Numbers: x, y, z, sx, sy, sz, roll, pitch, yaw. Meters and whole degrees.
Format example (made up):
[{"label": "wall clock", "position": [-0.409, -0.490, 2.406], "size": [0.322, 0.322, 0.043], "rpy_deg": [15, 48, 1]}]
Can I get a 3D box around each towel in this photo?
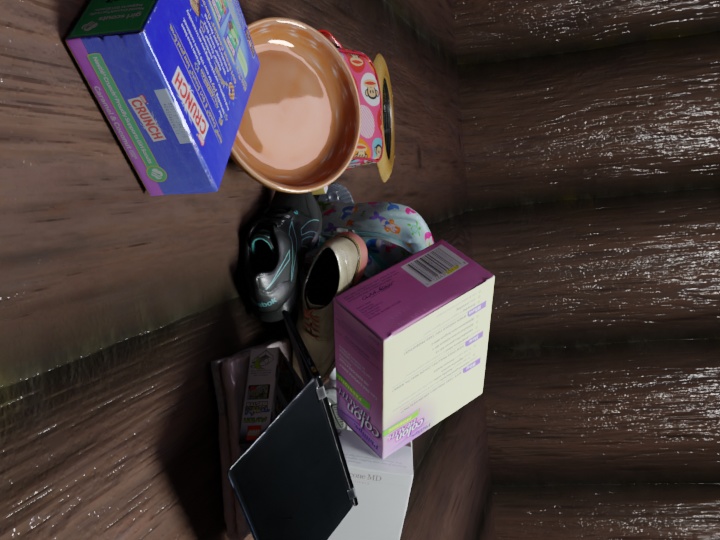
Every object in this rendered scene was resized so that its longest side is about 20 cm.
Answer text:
[{"label": "towel", "position": [-0.115, 0.183, 0.979], "size": [0.200, 0.032, 0.194], "rpy_deg": [-8, 93, -76]}]

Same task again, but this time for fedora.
[{"label": "fedora", "position": [0.004, -0.226, 1.292], "size": [0.201, 0.080, 0.204], "rpy_deg": [-2, 90, -82]}]

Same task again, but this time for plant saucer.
[{"label": "plant saucer", "position": [-0.088, -0.188, 0.997], "size": [0.198, 0.037, 0.203], "rpy_deg": [4, 83, -36]}]

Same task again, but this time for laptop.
[{"label": "laptop", "position": [-0.080, 0.184, 0.893], "size": [0.200, 0.114, 0.189], "rpy_deg": [-125, -162, -55]}]

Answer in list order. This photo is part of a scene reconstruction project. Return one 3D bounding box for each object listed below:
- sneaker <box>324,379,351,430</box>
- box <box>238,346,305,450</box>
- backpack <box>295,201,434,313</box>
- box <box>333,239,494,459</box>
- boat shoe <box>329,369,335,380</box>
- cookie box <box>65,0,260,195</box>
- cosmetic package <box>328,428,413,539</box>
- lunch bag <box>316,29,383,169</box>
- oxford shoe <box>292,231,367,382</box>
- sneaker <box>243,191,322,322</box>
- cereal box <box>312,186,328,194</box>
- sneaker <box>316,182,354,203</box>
[{"label": "sneaker", "position": [-0.020, 0.250, 1.243], "size": [0.099, 0.077, 0.203], "rpy_deg": [-56, 141, -72]}, {"label": "box", "position": [-0.082, 0.182, 0.978], "size": [0.201, 0.034, 0.111], "rpy_deg": [66, 23, -54]}, {"label": "backpack", "position": [0.000, 0.000, 1.139], "size": [0.152, 0.197, 0.179], "rpy_deg": [-77, 158, -48]}, {"label": "box", "position": [0.064, 0.095, 1.053], "size": [0.175, 0.096, 0.202], "rpy_deg": [-28, 135, -29]}, {"label": "boat shoe", "position": [-0.003, 0.142, 1.345], "size": [0.200, 0.066, 0.075], "rpy_deg": [49, 39, -67]}, {"label": "cookie box", "position": [-0.168, -0.199, 0.790], "size": [0.172, 0.074, 0.202], "rpy_deg": [72, 20, -44]}, {"label": "cosmetic package", "position": [-0.001, 0.311, 1.103], "size": [0.081, 0.111, 0.203], "rpy_deg": [-86, -177, -65]}, {"label": "lunch bag", "position": [-0.053, -0.221, 1.113], "size": [0.199, 0.081, 0.179], "rpy_deg": [-7, 92, -51]}, {"label": "oxford shoe", "position": [-0.053, 0.051, 1.027], "size": [0.075, 0.070, 0.203], "rpy_deg": [-18, 124, -63]}, {"label": "sneaker", "position": [-0.095, -0.040, 1.032], "size": [0.080, 0.074, 0.202], "rpy_deg": [64, 26, -49]}, {"label": "cereal box", "position": [-0.064, -0.226, 1.266], "size": [0.201, 0.039, 0.145], "rpy_deg": [-77, 158, -48]}, {"label": "sneaker", "position": [-0.033, -0.045, 1.318], "size": [0.082, 0.069, 0.203], "rpy_deg": [-102, -176, -67]}]
